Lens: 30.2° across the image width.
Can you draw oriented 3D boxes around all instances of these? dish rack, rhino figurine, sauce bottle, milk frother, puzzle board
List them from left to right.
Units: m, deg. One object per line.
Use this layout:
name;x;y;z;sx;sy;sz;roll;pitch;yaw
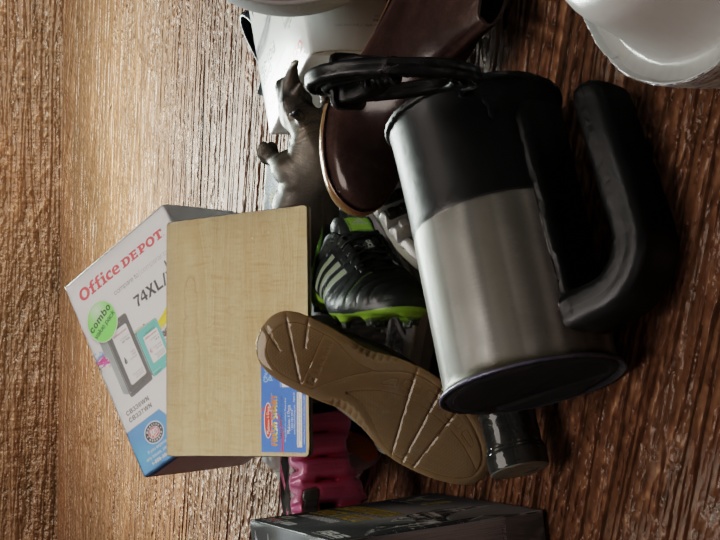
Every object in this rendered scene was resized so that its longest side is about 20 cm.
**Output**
puzzle board;-0.099;0.053;1.098;0.151;0.017;0.200;-5;83;34
rhino figurine;-0.050;-0.083;1.139;0.087;0.060;0.200;41;137;54
dish rack;0.020;0.036;1.124;0.200;0.043;0.172;-123;35;-53
milk frother;0.061;-0.027;0.788;0.181;0.200;0.188;134;130;-58
sauce bottle;0.088;0.042;0.916;0.066;0.066;0.200;129;133;-61

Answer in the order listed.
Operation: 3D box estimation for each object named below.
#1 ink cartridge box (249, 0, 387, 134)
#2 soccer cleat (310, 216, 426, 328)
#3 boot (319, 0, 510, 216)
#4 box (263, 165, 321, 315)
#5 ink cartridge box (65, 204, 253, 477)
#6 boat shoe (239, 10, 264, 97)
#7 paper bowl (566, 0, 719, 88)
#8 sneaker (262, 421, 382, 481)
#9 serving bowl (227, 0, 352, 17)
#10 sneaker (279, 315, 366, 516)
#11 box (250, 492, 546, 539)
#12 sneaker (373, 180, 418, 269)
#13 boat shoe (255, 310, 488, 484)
ink cartridge box;-0.041;-0.241;1.198;0.147;0.083;0.200;127;136;-60
soccer cleat;0.000;0.000;1.023;0.200;0.067;0.081;-166;76;-72
boot;0.042;-0.146;0.943;0.166;0.072;0.200;-26;45;63
box;-0.053;0.002;1.274;0.110;0.035;0.200;36;131;43
ink cartridge box;-0.143;0.063;1.225;0.147;0.146;0.200;-37;69;26
boat shoe;-0.066;-0.172;1.284;0.075;0.062;0.200;129;124;-67
paper bowl;0.159;-0.189;0.642;0.201;0.104;0.201;179;90;-70
sneaker;-0.020;0.188;1.237;0.092;0.076;0.200;65;155;0
serving bowl;-0.054;-0.289;1.099;0.066;0.200;0.200;79;180;-69
sneaker;-0.043;0.139;1.125;0.095;0.079;0.200;149;123;-67
box;0.022;0.201;0.976;0.200;0.158;0.048;164;100;-70
sneaker;0.036;-0.062;1.051;0.081;0.075;0.200;81;168;-46
boat shoe;0.016;0.091;1.005;0.072;0.200;0.065;-65;-12;10
